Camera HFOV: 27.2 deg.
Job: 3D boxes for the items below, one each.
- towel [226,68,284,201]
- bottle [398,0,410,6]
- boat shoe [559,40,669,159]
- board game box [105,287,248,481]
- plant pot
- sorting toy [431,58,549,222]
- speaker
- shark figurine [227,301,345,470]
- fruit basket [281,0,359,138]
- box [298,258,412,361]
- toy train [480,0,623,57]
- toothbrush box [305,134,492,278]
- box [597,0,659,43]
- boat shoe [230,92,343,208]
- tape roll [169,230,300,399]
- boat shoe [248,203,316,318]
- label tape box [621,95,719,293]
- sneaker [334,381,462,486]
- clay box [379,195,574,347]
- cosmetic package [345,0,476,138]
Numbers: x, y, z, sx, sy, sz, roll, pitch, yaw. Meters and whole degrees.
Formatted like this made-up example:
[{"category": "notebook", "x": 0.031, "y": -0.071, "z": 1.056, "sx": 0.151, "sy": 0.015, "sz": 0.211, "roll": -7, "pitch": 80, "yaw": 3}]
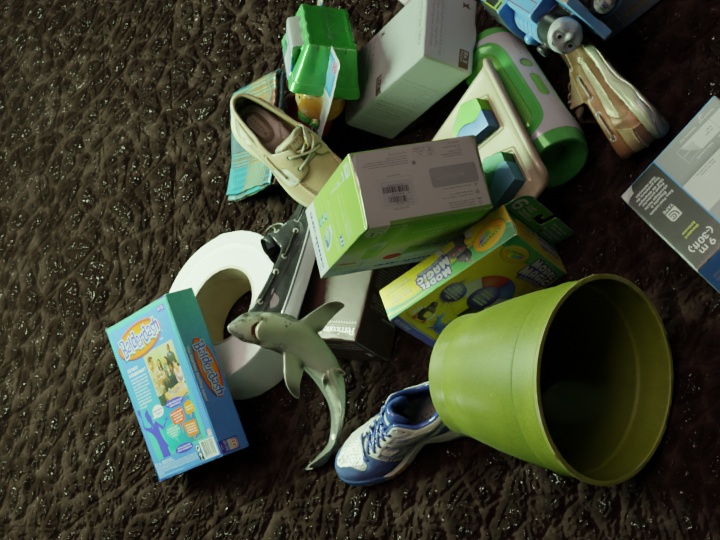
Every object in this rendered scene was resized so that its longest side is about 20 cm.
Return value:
[{"category": "towel", "x": -0.135, "y": -0.169, "z": 1.887, "sx": 0.200, "sy": 0.021, "sz": 0.148, "roll": 172, "pitch": 101, "yaw": -71}, {"category": "bottle", "x": 0.123, "y": -0.407, "z": 1.866, "sx": 0.200, "sy": 0.065, "sz": 0.084, "roll": -49, "pitch": 48, "yaw": 8}, {"category": "boat shoe", "x": 0.260, "y": -0.199, "z": 1.647, "sx": 0.072, "sy": 0.076, "sz": 0.201, "roll": -45, "pitch": 46, "yaw": 14}, {"category": "board game box", "x": -0.222, "y": 0.139, "z": 1.789, "sx": 0.152, "sy": 0.045, "sz": 0.202, "roll": -26, "pitch": 83, "yaw": 48}, {"category": "plant pot", "x": 0.176, "y": 0.108, "z": 1.493, "sx": 0.192, "sy": 0.200, "sz": 0.202, "roll": -4, "pitch": 65, "yaw": 50}, {"category": "sorting toy", "x": 0.125, "y": -0.107, "z": 1.668, "sx": 0.201, "sy": 0.036, "sz": 0.186, "roll": -59, "pitch": 40, "yaw": 40}, {"category": "speaker", "x": 0.184, "y": -0.187, "z": 1.692, "sx": 0.088, "sy": 0.088, "sz": 0.201, "roll": -39, "pitch": 49, "yaw": 16}, {"category": "shark figurine", "x": -0.060, "y": 0.116, "z": 1.695, "sx": 0.128, "sy": 0.216, "sz": 0.089, "roll": -34, "pitch": 20, "yaw": -19}, {"category": "fruit basket", "x": -0.064, "y": -0.217, "z": 1.840, "sx": 0.186, "sy": 0.093, "sz": 0.201, "roll": -100, "pitch": 26, "yaw": -51}, {"category": "box", "x": 0.000, "y": 0.000, "z": 1.753, "sx": 0.099, "sy": 0.075, "sz": 0.202, "roll": 0, "pitch": 70, "yaw": 39}, {"category": "toy train", "x": 0.213, "y": -0.301, "z": 1.645, "sx": 0.115, "sy": 0.086, "sz": 0.200, "roll": -53, "pitch": 29, "yaw": 9}, {"category": "toothbrush box", "x": 0.037, "y": -0.066, "z": 1.608, "sx": 0.200, "sy": 0.144, "sz": 0.087, "roll": 139, "pitch": 120, "yaw": -69}, {"category": "box", "x": 0.297, "y": -0.386, "z": 1.727, "sx": 0.158, "sy": 0.048, "sz": 0.201, "roll": -38, "pitch": 49, "yaw": 19}, {"category": "boat shoe", "x": -0.076, "y": -0.136, "z": 1.742, "sx": 0.200, "sy": 0.065, "sz": 0.072, "roll": 40, "pitch": 78, "yaw": 15}, {"category": "tape roll", "x": -0.153, "y": 0.056, "z": 1.848, "sx": 0.201, "sy": 0.071, "sz": 0.204, "roll": -17, "pitch": 59, "yaw": 31}, {"category": "boat shoe", "x": -0.088, "y": -0.021, "z": 1.759, "sx": 0.070, "sy": 0.066, "sz": 0.202, "roll": 128, "pitch": 159, "yaw": -65}, {"category": "label tape box", "x": 0.377, "y": -0.060, "z": 1.487, "sx": 0.143, "sy": 0.066, "sz": 0.200, "roll": -47, "pitch": 46, "yaw": 10}, {"category": "sneaker", "x": 0.039, "y": 0.167, "z": 1.626, "sx": 0.199, "sy": 0.088, "sz": 0.076, "roll": -34, "pitch": 53, "yaw": 23}, {"category": "clay box", "x": 0.133, "y": 0.006, "z": 1.614, "sx": 0.199, "sy": 0.115, "sz": 0.048, "roll": -35, "pitch": 51, "yaw": 21}, {"category": "cosmetic package", "x": 0.058, "y": -0.246, "z": 1.778, "sx": 0.200, "sy": 0.073, "sz": 0.103, "roll": -38, "pitch": 42, "yaw": 57}]
